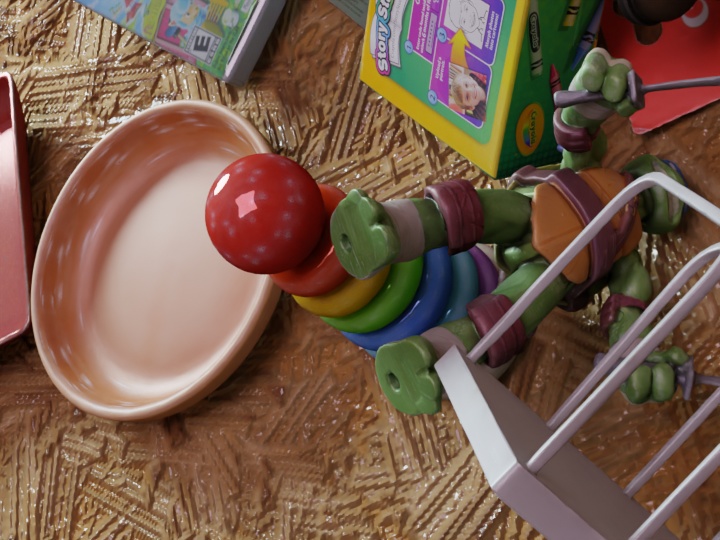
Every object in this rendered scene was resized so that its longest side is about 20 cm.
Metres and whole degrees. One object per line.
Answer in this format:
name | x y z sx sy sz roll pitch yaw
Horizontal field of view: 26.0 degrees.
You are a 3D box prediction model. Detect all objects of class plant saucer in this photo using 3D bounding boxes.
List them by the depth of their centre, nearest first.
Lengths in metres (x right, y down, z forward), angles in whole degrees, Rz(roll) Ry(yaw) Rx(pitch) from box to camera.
plant saucer | -0.117 -0.004 0.946 0.199 0.037 0.201 -13 66 32
plant saucer | -0.293 -0.008 1.077 0.199 0.037 0.201 -26 59 26

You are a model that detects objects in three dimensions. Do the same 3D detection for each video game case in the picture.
video game case | -0.097 -0.240 0.999 0.182 0.022 0.201 31 97 34

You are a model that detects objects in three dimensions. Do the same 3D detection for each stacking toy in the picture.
stacking toy | 0.000 0.000 0.752 0.085 0.200 0.086 -13 66 32

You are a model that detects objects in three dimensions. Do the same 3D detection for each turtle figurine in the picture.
turtle figurine | 0.101 -0.014 0.685 0.200 0.193 0.145 39 141 46

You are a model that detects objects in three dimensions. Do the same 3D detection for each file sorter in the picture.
file sorter | 0.149 0.074 0.594 0.125 0.200 0.139 -48 13 6

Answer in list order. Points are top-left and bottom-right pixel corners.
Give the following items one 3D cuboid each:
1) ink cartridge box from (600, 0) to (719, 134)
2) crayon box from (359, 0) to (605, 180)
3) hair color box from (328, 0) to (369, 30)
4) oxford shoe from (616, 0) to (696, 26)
ink cartridge box | 0.197 -0.183 0.776 0.199 0.050 0.163 -25 59 23
crayon box | 0.066 -0.163 0.790 0.119 0.058 0.201 41 135 38
hair color box | 0.046 -0.232 0.872 0.200 0.100 0.061 -37 51 19
oxford shoe | 0.187 -0.197 0.719 0.084 0.073 0.201 40 104 42
